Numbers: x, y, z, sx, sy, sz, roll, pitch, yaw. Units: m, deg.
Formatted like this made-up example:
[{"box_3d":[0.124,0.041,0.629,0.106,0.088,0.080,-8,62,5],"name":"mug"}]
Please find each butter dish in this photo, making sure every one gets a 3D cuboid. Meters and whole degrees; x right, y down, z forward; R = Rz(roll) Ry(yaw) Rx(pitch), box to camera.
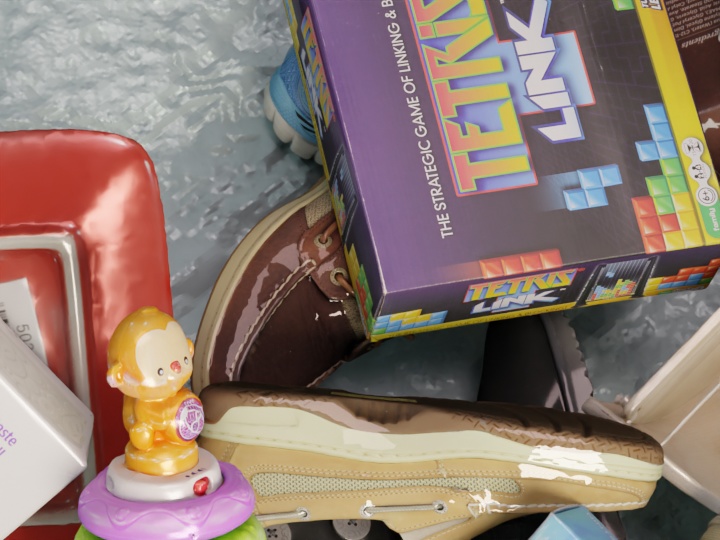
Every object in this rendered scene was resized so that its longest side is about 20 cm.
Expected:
[{"box_3d":[-0.176,0.023,1.301,0.198,0.201,0.148,-3,19,0],"name":"butter dish"}]

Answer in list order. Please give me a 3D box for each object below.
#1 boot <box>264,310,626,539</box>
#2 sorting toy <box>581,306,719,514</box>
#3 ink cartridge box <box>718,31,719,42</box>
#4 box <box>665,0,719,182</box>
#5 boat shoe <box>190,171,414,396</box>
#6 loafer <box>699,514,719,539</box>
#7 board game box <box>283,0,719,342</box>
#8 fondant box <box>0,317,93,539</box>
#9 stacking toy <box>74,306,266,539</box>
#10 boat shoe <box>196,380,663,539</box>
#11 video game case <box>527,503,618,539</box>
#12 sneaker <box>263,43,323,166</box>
[{"box_3d":[0.008,0.094,1.344,0.199,0.066,0.165,-8,59,-10],"name":"boot"},{"box_3d":[0.232,0.061,1.331,0.200,0.107,0.180,-45,68,-9],"name":"sorting toy"},{"box_3d":[0.290,-0.102,1.409,0.145,0.200,0.145,-6,48,39],"name":"ink cartridge box"},{"box_3d":[0.178,-0.132,1.478,0.075,0.100,0.201,-19,52,28],"name":"box"},{"box_3d":[0.000,0.000,1.375,0.072,0.072,0.200,12,48,40],"name":"boat shoe"},{"box_3d":[0.169,0.201,1.252,0.068,0.076,0.201,-19,99,-25],"name":"loafer"},{"box_3d":[0.062,-0.080,1.362,0.165,0.057,0.201,-9,67,-14],"name":"board game box"},{"box_3d":[-0.228,0.079,1.211,0.200,0.058,0.144,-40,105,10],"name":"fondant box"},{"box_3d":[-0.076,0.110,1.185,0.109,0.201,0.116,15,24,41],"name":"stacking toy"},{"box_3d":[0.028,0.093,1.277,0.199,0.072,0.077,5,92,7],"name":"boat shoe"},{"box_3d":[0.095,0.229,1.221,0.200,0.045,0.181,44,103,16],"name":"video game case"},{"box_3d":[0.053,-0.113,1.456,0.199,0.090,0.079,-20,64,-21],"name":"sneaker"}]
